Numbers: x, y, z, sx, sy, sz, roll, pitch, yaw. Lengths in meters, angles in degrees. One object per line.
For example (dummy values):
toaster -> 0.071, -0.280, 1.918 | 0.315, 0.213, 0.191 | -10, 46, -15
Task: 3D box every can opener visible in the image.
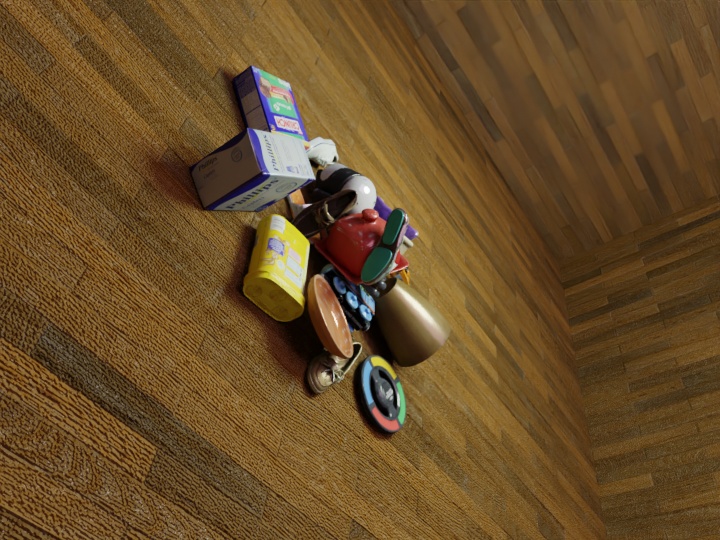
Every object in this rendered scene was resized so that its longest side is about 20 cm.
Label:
can opener -> 0.000, 0.000, 1.610 | 0.200, 0.053, 0.066 | 44, 3, 42

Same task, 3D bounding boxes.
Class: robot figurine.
robot figurine -> 0.090, -0.045, 1.880 | 0.202, 0.057, 0.145 | 60, 13, -10
robot figurine -> -0.044, -0.213, 1.666 | 0.199, 0.150, 0.125 | 33, -16, 42

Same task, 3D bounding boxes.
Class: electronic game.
electronic game -> 0.058, 0.316, 1.577 | 0.200, 0.041, 0.203 | 41, 36, -39

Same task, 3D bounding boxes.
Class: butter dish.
butter dish -> 0.012, -0.086, 1.549 | 0.197, 0.150, 0.199 | -17, 45, -36

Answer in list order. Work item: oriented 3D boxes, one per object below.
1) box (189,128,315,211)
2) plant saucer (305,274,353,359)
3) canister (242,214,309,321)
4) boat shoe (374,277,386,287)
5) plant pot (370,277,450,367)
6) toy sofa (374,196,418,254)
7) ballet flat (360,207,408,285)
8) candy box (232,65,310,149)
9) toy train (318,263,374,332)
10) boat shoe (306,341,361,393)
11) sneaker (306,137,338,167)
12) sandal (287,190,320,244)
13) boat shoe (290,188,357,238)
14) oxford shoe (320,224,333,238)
box -> -0.232, -0.212, 1.345 | 0.199, 0.182, 0.107 | -7, 75, -60
plant saucer -> -0.074, 0.110, 1.401 | 0.201, 0.037, 0.203 | -90, 154, -67
canister -> -0.182, -0.009, 1.376 | 0.148, 0.085, 0.203 | 44, 34, -35
boat shoe -> 0.084, 0.071, 1.784 | 0.200, 0.071, 0.065 | 44, 39, -24
plant pot -> 0.117, 0.126, 1.679 | 0.201, 0.184, 0.187 | 52, 31, -19
toy sofa -> 0.063, -0.133, 1.723 | 0.200, 0.098, 0.083 | 46, 7, 28
ballet flat -> 0.069, -0.050, 1.472 | 0.071, 0.068, 0.203 | 33, 80, -55
candy box -> -0.232, -0.410, 1.612 | 0.168, 0.076, 0.204 | 2, 68, -60
toy train -> -0.042, 0.067, 1.564 | 0.200, 0.086, 0.115 | 48, 24, -26
boat shoe -> -0.060, 0.216, 1.429 | 0.074, 0.062, 0.200 | 61, 29, -8
sneaker -> -0.112, -0.334, 1.760 | 0.072, 0.072, 0.199 | 59, 27, 1
sandal -> -0.145, -0.169, 1.590 | 0.079, 0.058, 0.210 | -19, 86, -61
boat shoe -> -0.091, -0.142, 1.528 | 0.073, 0.197, 0.072 | 61, -8, -4
oxford shoe -> -0.032, -0.111, 1.723 | 0.072, 0.072, 0.199 | 64, 27, 4
